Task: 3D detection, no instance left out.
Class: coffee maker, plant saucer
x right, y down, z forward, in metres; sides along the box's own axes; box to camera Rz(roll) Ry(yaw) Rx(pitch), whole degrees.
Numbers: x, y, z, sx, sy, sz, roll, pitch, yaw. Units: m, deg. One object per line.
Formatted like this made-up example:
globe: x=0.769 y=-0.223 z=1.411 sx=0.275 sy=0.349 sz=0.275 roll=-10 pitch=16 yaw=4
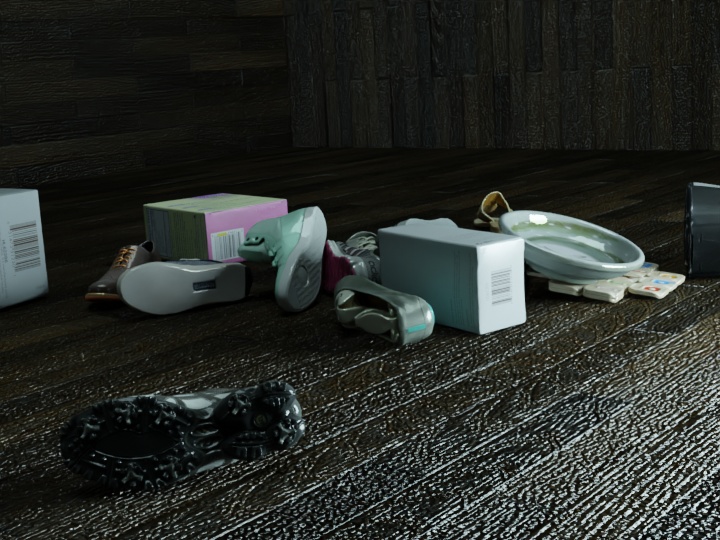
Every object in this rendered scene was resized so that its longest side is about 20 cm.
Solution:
coffee maker: x=0.546 y=-0.054 z=1.494 sx=0.199 sy=0.135 sz=0.192 roll=-1 pitch=12 yaw=14
plant saucer: x=0.278 y=-0.024 z=1.471 sx=0.199 sy=0.050 sz=0.200 roll=12 pitch=20 yaw=-4

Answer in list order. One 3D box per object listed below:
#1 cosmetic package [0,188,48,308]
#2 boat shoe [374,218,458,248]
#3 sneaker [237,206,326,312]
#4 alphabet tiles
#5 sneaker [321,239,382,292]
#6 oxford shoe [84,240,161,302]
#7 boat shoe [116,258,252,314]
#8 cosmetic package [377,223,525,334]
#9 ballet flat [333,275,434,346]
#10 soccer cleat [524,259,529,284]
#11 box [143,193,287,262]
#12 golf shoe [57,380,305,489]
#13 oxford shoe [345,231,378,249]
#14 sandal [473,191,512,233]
cosmetic package: x=-0.600 y=-0.030 z=1.626 sx=0.199 sy=0.168 sz=0.166 roll=2 pitch=13 yaw=28
boat shoe: x=0.095 y=-0.046 z=1.698 sx=0.064 sy=0.071 sz=0.200 roll=-11 pitch=-11 yaw=33
sneaker: x=-0.119 y=-0.006 z=1.535 sx=0.118 sy=0.074 sz=0.201 roll=-12 pitch=36 yaw=18
alphabet tiles: x=0.339 y=0.010 z=1.514 sx=0.195 sy=0.015 sz=0.200 roll=10 pitch=16 yaw=30
sneaker: x=0.000 y=0.000 z=1.554 sx=0.087 sy=0.074 sz=0.200 roll=1 pitch=8 yaw=-17
oxford shoe: x=-0.356 y=0.002 z=1.631 sx=0.071 sy=0.073 sz=0.200 roll=-1 pitch=12 yaw=12
boat shoe: x=-0.259 y=0.021 z=1.541 sx=0.200 sy=0.075 sz=0.093 roll=0 pitch=3 yaw=-34
cosmetic package: x=0.111 y=0.006 z=1.380 sx=0.081 sy=0.113 sz=0.200 roll=-11 pitch=16 yaw=-33
ballet flat: x=0.008 y=0.047 z=1.317 sx=0.064 sy=0.068 sz=0.200 roll=-19 pitch=18 yaw=-32
soccer cleat: x=0.188 y=-0.001 z=1.515 sx=0.073 sy=0.068 sz=0.200 roll=-3 pitch=13 yaw=22
box: x=-0.255 y=-0.074 z=1.932 sx=0.176 sy=0.097 sz=0.200 roll=-13 pitch=16 yaw=-41
golf shoe: x=-0.149 y=0.139 z=0.918 sx=0.199 sy=0.078 sz=0.094 roll=-4 pitch=-6 yaw=-13
oxford shoe: x=0.011 y=-0.021 z=1.685 sx=0.075 sy=0.058 sz=0.200 roll=-1 pitch=13 yaw=-6
sandal: x=0.258 y=-0.112 z=2.037 sx=0.077 sy=0.070 sz=0.212 roll=-4 pitch=11 yaw=-3
